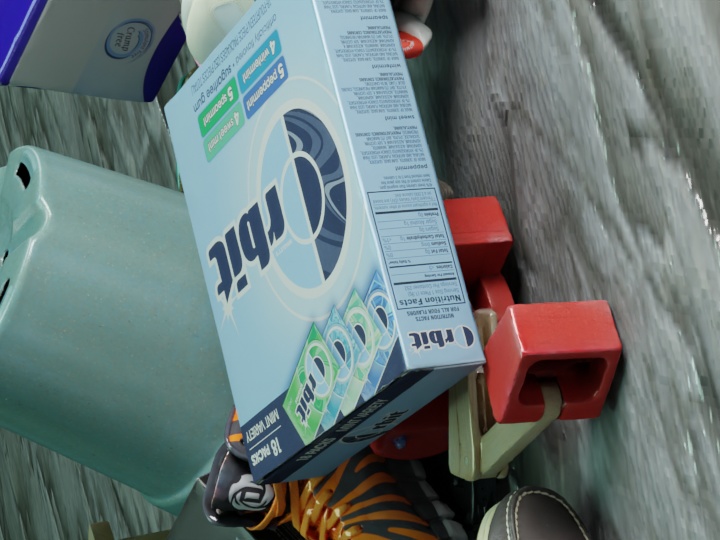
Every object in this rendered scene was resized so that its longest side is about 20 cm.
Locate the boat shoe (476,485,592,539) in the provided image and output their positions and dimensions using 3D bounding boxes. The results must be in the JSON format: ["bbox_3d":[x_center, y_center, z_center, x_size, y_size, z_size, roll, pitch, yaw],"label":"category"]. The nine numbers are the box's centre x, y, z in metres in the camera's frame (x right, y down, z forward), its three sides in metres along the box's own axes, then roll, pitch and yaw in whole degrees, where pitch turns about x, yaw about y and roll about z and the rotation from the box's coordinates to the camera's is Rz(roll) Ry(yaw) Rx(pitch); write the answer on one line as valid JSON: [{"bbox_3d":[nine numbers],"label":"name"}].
[{"bbox_3d":[0.101,0.163,0.986,0.065,0.073,0.200,-57,33,34],"label":"boat shoe"}]

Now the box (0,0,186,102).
[{"bbox_3d":[-0.155,-0.229,1.310,0.184,0.105,0.200,-58,45,33],"label":"box"}]

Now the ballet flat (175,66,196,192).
[{"bbox_3d":[-0.083,-0.030,1.468,0.065,0.070,0.201,2,94,29],"label":"ballet flat"}]

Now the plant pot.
[{"bbox_3d":[-0.130,0.031,1.328,0.200,0.196,0.201,-44,33,39],"label":"plant pot"}]

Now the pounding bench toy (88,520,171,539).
[{"bbox_3d":[-0.105,0.213,1.523,0.124,0.155,0.201,-116,24,-45],"label":"pounding bench toy"}]

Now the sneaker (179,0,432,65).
[{"bbox_3d":[-0.016,-0.132,1.140,0.200,0.070,0.094,-37,68,42],"label":"sneaker"}]

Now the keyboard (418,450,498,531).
[{"bbox_3d":[0.031,0.108,1.246,0.200,0.039,0.105,175,96,-66],"label":"keyboard"}]

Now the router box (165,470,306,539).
[{"bbox_3d":[-0.034,0.221,1.259,0.200,0.052,0.157,45,129,20],"label":"router box"}]

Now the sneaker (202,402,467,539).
[{"bbox_3d":[-0.018,0.130,1.167,0.200,0.112,0.078,-116,37,-46],"label":"sneaker"}]

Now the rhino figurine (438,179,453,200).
[{"bbox_3d":[0.000,0.000,1.191,0.200,0.087,0.060,118,140,-63],"label":"rhino figurine"}]

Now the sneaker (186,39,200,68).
[{"bbox_3d":[-0.064,-0.131,1.375,0.200,0.079,0.096,-102,6,-57],"label":"sneaker"}]

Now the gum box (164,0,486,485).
[{"bbox_3d":[-0.022,-0.021,1.089,0.170,0.044,0.201,-40,59,56],"label":"gum box"}]

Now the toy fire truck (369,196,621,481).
[{"bbox_3d":[0.050,0.045,1.087,0.200,0.049,0.141,111,148,-49],"label":"toy fire truck"}]
